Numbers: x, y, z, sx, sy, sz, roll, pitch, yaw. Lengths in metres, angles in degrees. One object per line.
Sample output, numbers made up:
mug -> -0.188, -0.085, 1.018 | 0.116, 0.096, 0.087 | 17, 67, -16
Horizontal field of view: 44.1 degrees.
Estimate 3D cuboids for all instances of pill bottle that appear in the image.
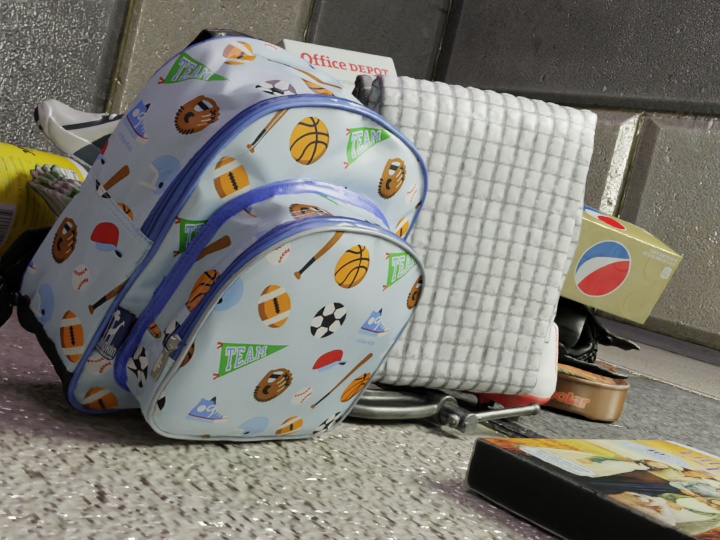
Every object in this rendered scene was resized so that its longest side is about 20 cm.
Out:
pill bottle -> -0.311, -0.056, 0.810 | 0.110, 0.112, 0.200 | 15, 3, 27

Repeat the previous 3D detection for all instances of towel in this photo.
towel -> 0.060, -0.022, 0.603 | 0.164, 0.202, 0.086 | 6, 11, -22
towel -> -0.190, -0.018, 0.700 | 0.150, 0.031, 0.200 | 54, -17, -27

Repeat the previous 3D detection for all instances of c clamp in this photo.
c clamp -> -0.002, 0.078, 0.629 | 0.170, 0.027, 0.199 | 4, 11, -44

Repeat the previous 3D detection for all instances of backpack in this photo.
backpack -> -0.058, -0.013, 0.455 | 0.154, 0.192, 0.199 | 35, 15, 33

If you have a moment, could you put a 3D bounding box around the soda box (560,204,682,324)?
soda box -> 0.155, -0.024, 0.717 | 0.199, 0.068, 0.064 | 18, 19, -23

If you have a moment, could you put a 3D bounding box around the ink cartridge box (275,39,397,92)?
ink cartridge box -> -0.021, -0.105, 0.844 | 0.145, 0.202, 0.083 | -3, -16, -43

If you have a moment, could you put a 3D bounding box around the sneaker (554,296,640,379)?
sneaker -> 0.147, 0.035, 0.754 | 0.104, 0.060, 0.199 | 7, -23, 47

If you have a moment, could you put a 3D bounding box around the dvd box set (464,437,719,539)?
dvd box set -> 0.173, 0.125, 0.468 | 0.199, 0.030, 0.146 | 10, 5, -40

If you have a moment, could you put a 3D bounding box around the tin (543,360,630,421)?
tin -> 0.192, 0.104, 0.857 | 0.111, 0.042, 0.200 | 18, 5, 8

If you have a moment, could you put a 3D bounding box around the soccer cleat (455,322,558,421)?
soccer cleat -> 0.062, 0.054, 0.712 | 0.198, 0.086, 0.069 | 15, 4, 23

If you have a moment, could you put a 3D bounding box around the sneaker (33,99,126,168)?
sneaker -> -0.215, -0.143, 0.880 | 0.198, 0.130, 0.079 | 33, -3, 14
